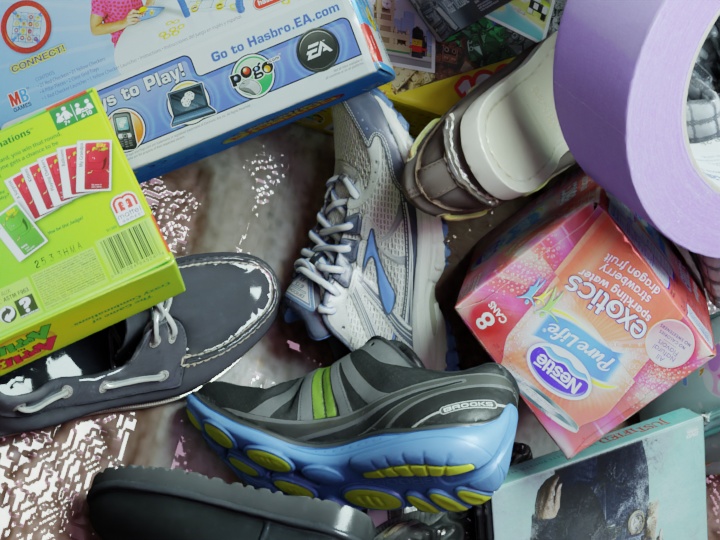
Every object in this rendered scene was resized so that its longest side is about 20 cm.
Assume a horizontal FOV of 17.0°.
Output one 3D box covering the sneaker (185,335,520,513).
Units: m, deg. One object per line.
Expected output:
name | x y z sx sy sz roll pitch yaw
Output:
sneaker | -0.002 0.077 1.229 0.071 0.199 0.083 55 48 -37

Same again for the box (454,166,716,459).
box | 0.120 0.012 1.284 0.095 0.200 0.103 -36 95 11

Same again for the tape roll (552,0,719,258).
tape roll | 0.193 -0.108 1.166 0.200 0.066 0.201 -17 126 -24

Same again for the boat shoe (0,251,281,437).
boat shoe | -0.119 0.036 1.244 0.200 0.063 0.073 -19 86 -29

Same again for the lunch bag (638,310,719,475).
lunch bag | 0.262 0.071 1.366 0.199 0.160 0.077 5 74 -26

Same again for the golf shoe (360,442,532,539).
golf shoe | 0.024 0.136 1.281 0.200 0.094 0.078 -23 115 -55

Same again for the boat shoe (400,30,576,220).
boat shoe | 0.087 -0.076 1.272 0.072 0.059 0.200 62 33 -5

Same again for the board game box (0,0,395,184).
board game box | -0.109 -0.155 1.241 0.199 0.056 0.196 -21 85 10

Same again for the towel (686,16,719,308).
towel | 0.197 -0.104 1.337 0.085 0.166 0.200 -19 40 2

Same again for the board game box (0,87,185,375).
board game box | -0.197 0.002 1.169 0.200 0.048 0.102 -25 71 -6

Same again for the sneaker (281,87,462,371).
sneaker | 0.000 0.000 1.282 0.085 0.077 0.201 -13 106 -15

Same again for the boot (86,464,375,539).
boot | -0.093 0.201 1.166 0.066 0.164 0.201 47 55 -51

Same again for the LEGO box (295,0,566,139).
LEGO box | 0.018 -0.151 1.352 0.199 0.077 0.149 16 71 -22

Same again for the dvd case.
dvd case | 0.129 0.186 1.299 0.146 0.022 0.201 -15 112 -30

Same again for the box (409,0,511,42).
box | 0.113 -0.192 1.232 0.158 0.200 0.050 -36 95 -13
